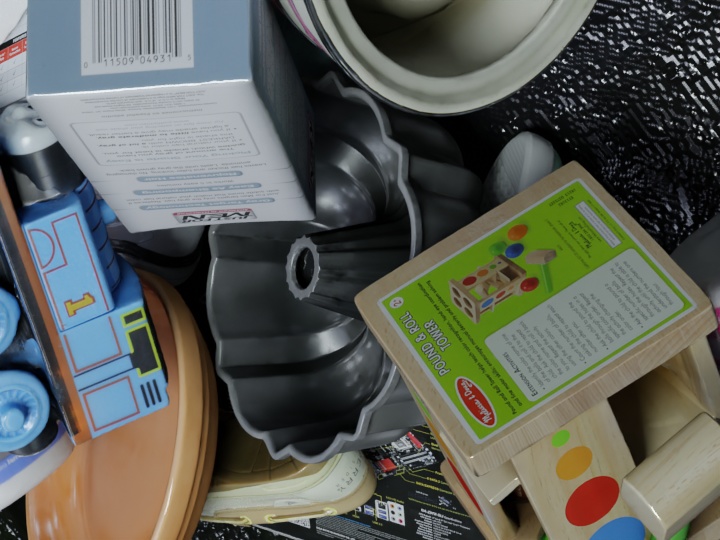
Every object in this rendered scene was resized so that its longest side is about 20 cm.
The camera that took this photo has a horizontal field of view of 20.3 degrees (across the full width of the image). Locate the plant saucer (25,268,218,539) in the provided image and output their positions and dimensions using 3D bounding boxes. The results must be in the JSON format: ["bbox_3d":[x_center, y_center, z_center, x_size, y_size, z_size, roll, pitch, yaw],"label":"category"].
[{"bbox_3d":[-0.133,0.101,1.140,0.200,0.037,0.202,-28,57,53],"label":"plant saucer"}]

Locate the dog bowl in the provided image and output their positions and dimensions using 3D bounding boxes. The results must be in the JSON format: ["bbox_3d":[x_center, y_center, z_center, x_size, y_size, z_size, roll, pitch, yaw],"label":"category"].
[{"bbox_3d":[0.030,-0.175,0.890,0.074,0.199,0.202,26,134,46],"label":"dog bowl"}]

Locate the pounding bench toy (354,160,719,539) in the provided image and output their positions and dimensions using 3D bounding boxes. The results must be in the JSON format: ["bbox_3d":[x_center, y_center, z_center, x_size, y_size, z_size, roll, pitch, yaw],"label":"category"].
[{"bbox_3d":[0.113,0.085,0.904,0.200,0.124,0.157,53,172,49],"label":"pounding bench toy"}]

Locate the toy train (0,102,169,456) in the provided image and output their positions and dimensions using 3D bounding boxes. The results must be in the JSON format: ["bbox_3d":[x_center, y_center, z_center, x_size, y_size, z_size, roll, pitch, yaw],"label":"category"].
[{"bbox_3d":[-0.172,0.002,1.028,0.087,0.113,0.201,45,153,55],"label":"toy train"}]

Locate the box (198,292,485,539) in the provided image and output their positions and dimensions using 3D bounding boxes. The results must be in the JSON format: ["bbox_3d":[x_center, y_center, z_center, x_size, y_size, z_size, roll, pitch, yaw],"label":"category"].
[{"bbox_3d":[0.004,0.096,1.181,0.198,0.049,0.161,13,123,29],"label":"box"}]

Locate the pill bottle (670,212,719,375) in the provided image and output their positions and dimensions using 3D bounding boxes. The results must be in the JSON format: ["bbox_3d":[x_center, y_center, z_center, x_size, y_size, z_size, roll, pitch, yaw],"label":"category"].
[{"bbox_3d":[0.233,0.062,0.945,0.113,0.113,0.201,-19,106,42],"label":"pill bottle"}]

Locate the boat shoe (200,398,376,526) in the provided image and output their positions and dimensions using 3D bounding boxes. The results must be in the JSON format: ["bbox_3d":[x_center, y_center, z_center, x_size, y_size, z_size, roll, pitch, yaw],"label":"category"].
[{"bbox_3d":[-0.074,0.119,1.172,0.199,0.074,0.066,-3,142,46],"label":"boat shoe"}]

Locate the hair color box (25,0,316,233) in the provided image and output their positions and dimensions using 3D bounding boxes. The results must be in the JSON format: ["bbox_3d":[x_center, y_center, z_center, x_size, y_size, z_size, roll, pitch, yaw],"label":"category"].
[{"bbox_3d":[-0.082,-0.076,0.932,0.098,0.061,0.200,-4,164,6],"label":"hair color box"}]

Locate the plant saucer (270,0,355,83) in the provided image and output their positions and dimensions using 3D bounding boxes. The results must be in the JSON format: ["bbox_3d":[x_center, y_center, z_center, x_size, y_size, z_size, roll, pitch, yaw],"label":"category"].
[{"bbox_3d":[-0.073,-0.161,1.072,0.200,0.039,0.203,19,129,25],"label":"plant saucer"}]

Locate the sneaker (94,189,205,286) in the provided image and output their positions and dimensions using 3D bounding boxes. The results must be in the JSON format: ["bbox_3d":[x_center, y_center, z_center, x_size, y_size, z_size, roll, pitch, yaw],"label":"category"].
[{"bbox_3d":[-0.168,-0.072,1.150,0.198,0.075,0.115,23,130,-12],"label":"sneaker"}]

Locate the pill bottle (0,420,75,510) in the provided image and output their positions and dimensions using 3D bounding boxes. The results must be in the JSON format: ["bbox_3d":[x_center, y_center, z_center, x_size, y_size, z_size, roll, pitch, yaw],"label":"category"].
[{"bbox_3d":[-0.253,0.038,1.121,0.113,0.114,0.201,-18,105,42],"label":"pill bottle"}]

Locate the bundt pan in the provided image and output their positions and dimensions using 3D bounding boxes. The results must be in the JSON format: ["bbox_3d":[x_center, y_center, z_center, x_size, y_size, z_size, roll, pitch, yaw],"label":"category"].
[{"bbox_3d":[0.000,0.000,1.052,0.201,0.075,0.204,-8,81,56],"label":"bundt pan"}]

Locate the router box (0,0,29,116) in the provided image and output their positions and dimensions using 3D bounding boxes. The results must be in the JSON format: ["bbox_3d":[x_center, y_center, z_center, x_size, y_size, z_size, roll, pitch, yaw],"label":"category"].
[{"bbox_3d":[-0.138,-0.173,1.029,0.199,0.049,0.181,-16,69,45],"label":"router box"}]

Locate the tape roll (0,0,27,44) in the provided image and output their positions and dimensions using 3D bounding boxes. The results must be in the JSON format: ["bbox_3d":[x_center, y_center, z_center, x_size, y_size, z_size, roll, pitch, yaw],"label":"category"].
[{"bbox_3d":[-0.230,-0.206,1.048,0.201,0.070,0.205,-15,70,46],"label":"tape roll"}]

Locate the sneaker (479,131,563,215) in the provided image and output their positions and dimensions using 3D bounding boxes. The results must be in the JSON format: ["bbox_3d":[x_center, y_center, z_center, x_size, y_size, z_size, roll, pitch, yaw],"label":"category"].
[{"bbox_3d":[0.116,0.029,1.055,0.074,0.117,0.203,-143,56,-73],"label":"sneaker"}]
